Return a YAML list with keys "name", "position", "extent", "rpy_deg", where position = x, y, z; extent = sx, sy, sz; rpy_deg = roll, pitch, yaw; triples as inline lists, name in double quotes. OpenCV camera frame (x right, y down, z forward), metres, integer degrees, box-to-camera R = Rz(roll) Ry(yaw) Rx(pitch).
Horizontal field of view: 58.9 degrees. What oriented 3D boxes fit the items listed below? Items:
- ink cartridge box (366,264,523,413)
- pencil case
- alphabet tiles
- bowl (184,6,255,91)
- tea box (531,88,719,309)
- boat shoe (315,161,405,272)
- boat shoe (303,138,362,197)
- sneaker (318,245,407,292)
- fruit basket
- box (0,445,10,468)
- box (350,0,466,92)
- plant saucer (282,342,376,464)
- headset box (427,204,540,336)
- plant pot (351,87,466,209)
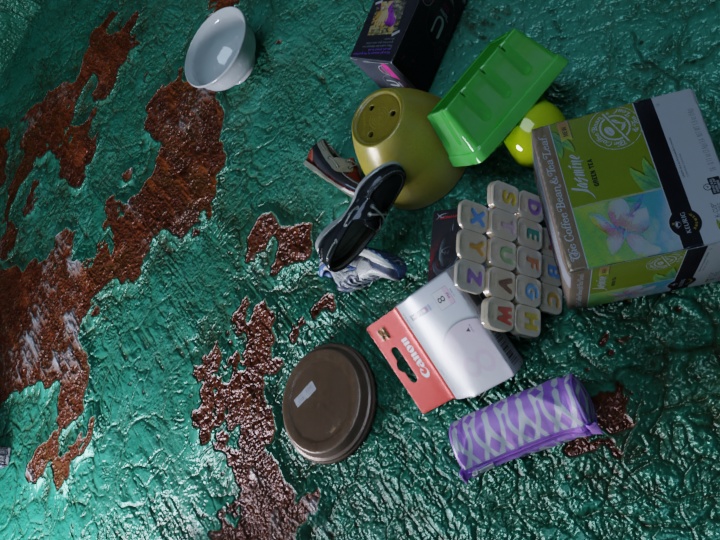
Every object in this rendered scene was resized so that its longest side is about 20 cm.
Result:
- name: "ink cartridge box"
  position: [0.105, 0.110, 0.897]
  extent: [0.199, 0.057, 0.163]
  rpy_deg: [-37, 84, 33]
- name: "pencil case"
  position: [0.209, 0.207, 0.831]
  extent: [0.199, 0.084, 0.086]
  rpy_deg: [-33, 23, 25]
- name: "alphabet tiles"
  position: [0.205, -0.016, 0.850]
  extent: [0.015, 0.194, 0.203]
  rpy_deg: [-18, 62, 55]
- name: "bowl"
  position: [-0.307, -0.494, 1.472]
  extent: [0.199, 0.090, 0.204]
  rpy_deg: [-13, 67, 33]
- name: "tea box"
  position: [0.328, -0.082, 0.783]
  extent: [0.194, 0.134, 0.202]
  rpy_deg: [-14, 65, 13]
- name: "boat shoe"
  position: [0.009, -0.081, 1.009]
  extent: [0.201, 0.075, 0.061]
  rpy_deg: [-52, 40, 19]
- name: "boat shoe"
  position: [-0.034, -0.183, 1.170]
  extent: [0.063, 0.071, 0.200]
  rpy_deg: [-54, 47, 4]
- name: "sneaker"
  position: [0.000, 0.000, 1.084]
  extent: [0.199, 0.077, 0.086]
  rpy_deg: [18, 95, 47]
- name: "fruit basket"
  position: [0.232, -0.225, 0.954]
  extent: [0.217, 0.214, 0.155]
  rpy_deg: [-62, 13, 1]
- name: "box"
  position: [-1.012, 0.469, 1.588]
  extent: [0.157, 0.199, 0.050]
  rpy_deg: [-25, 56, 27]
- name: "box"
  position: [0.087, -0.431, 1.130]
  extent: [0.105, 0.122, 0.202]
  rpy_deg: [22, 88, 39]
- name: "plant saucer"
  position: [-0.061, 0.220, 1.069]
  extent: [0.198, 0.029, 0.203]
  rpy_deg: [-14, 67, 34]
- name: "headset box"
  position: [0.177, 0.011, 0.933]
  extent: [0.147, 0.077, 0.203]
  rpy_deg: [-4, 70, 36]
- name: "plant pot"
  position: [0.065, -0.220, 1.058]
  extent: [0.198, 0.141, 0.203]
  rpy_deg: [-13, 67, 33]
